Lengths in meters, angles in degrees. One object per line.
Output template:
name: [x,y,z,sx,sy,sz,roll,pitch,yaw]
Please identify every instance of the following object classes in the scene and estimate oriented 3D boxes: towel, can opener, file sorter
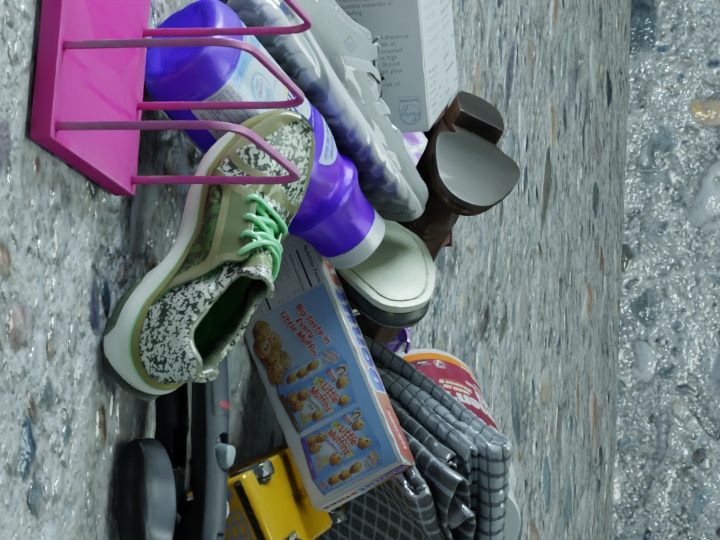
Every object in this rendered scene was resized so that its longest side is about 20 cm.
towel: [0.018,0.159,1.638,0.085,0.200,0.166,-20,129,-31]
can opener: [-0.106,0.088,1.403,0.079,0.063,0.201,50,43,-68]
file sorter: [-0.099,-0.156,1.298,0.139,0.125,0.201,39,53,-72]

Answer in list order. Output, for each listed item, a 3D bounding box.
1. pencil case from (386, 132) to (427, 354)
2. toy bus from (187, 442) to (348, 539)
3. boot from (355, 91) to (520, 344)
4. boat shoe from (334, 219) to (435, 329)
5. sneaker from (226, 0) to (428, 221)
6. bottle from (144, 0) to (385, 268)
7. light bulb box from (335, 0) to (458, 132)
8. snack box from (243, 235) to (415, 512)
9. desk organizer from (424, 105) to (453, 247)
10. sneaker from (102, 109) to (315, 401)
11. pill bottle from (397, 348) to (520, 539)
pencil case: [0.012,-0.029,1.825,0.084,0.085,0.200,104,-3,-62]
toy bus: [-0.064,0.159,1.522,0.065,0.078,0.200,68,15,1]
boot: [0.041,-0.013,1.639,0.200,0.064,0.186,-60,-175,23]
boat shoe: [0.000,0.000,1.579,0.200,0.072,0.068,-135,-137,-59]
sneaker: [-0.004,-0.121,1.502,0.082,0.075,0.200,-46,118,-28]
bottle: [-0.057,-0.081,1.446,0.200,0.065,0.084,49,27,-32]
light bulb box: [-0.005,-0.209,1.622,0.198,0.124,0.201,-58,143,-75]
snack box: [-0.034,0.054,1.504,0.024,0.072,0.200,22,42,-64]
desk organizer: [0.033,-0.112,1.937,0.077,0.072,0.201,-36,125,-70]
sneaker: [-0.069,-0.006,1.354,0.077,0.089,0.200,41,70,-38]
pill bottle: [0.066,0.158,1.869,0.200,0.109,0.110,-112,-168,-60]
